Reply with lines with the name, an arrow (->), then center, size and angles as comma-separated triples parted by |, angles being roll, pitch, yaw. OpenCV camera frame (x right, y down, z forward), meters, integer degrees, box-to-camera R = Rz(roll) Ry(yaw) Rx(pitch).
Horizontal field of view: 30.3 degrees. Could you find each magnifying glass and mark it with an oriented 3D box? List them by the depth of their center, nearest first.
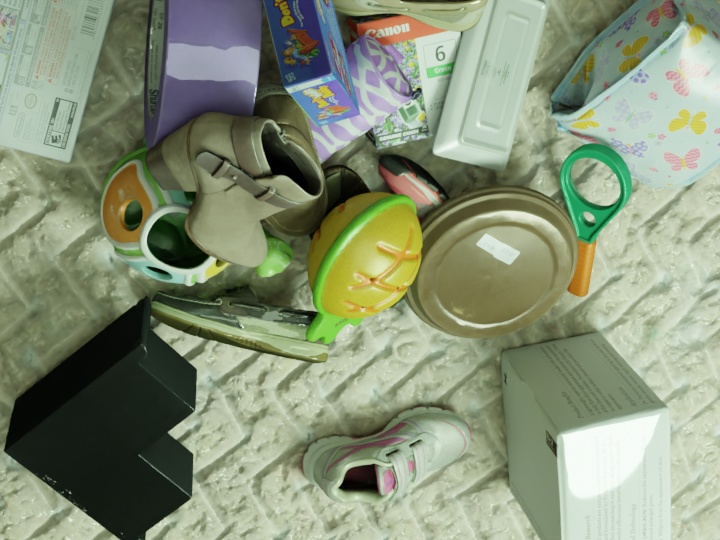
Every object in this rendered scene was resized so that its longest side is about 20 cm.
magnifying glass -> 0.254, -0.053, 1.474 | 0.022, 0.079, 0.201 | -42, 146, -41

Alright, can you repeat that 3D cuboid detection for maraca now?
maraca -> 0.000, 0.000, 1.364 | 0.137, 0.107, 0.200 | -27, 150, -35

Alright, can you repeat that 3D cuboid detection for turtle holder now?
turtle holder -> -0.175, -0.039, 1.345 | 0.141, 0.132, 0.186 | -39, 115, 3

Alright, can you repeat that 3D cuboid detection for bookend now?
bookend -> -0.234, 0.167, 1.415 | 0.200, 0.092, 0.199 | -38, 117, 16

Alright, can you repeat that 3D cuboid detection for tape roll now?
tape roll -> -0.151, -0.206, 1.246 | 0.085, 0.200, 0.201 | 4, 111, -15

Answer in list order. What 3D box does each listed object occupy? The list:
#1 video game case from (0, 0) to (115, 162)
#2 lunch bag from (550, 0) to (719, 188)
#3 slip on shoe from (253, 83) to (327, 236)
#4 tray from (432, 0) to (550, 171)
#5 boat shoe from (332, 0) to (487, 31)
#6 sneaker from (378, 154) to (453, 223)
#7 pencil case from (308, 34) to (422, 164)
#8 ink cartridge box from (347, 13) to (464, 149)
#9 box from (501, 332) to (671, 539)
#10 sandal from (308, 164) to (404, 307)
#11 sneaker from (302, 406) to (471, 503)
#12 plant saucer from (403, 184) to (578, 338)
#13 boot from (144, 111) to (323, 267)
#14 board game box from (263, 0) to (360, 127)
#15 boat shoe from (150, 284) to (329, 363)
video game case -> -0.343, -0.222, 1.276 | 0.181, 0.045, 0.201 | 14, 108, -20
lunch bag -> 0.321, -0.190, 1.410 | 0.169, 0.127, 0.200 | 30, 130, -21
slip on shoe -> -0.069, -0.090, 1.276 | 0.076, 0.061, 0.200 | -9, 143, -6
tray -> 0.143, -0.207, 1.378 | 0.107, 0.022, 0.201 | 9, 98, -38
boat shoe -> 0.028, -0.285, 1.300 | 0.199, 0.065, 0.072 | 13, 79, -3
sneaker -> 0.076, -0.040, 1.441 | 0.087, 0.074, 0.200 | -42, 115, 7
pencil case -> -0.041, -0.155, 1.325 | 0.200, 0.086, 0.084 | -32, 113, 21
ink cartridge box -> 0.047, -0.235, 1.365 | 0.109, 0.050, 0.201 | -13, 115, -8
box -> 0.254, 0.207, 1.516 | 0.130, 0.199, 0.201 | -10, 114, -9
sandal -> -0.003, -0.039, 1.437 | 0.082, 0.055, 0.200 | -32, 130, 7
sneaker -> 0.038, 0.224, 1.530 | 0.199, 0.088, 0.082 | -18, 115, -6
plant saucer -> 0.141, -0.001, 1.432 | 0.199, 0.030, 0.201 | -5, 126, -7
boot -> -0.096, -0.069, 1.205 | 0.146, 0.070, 0.200 | -6, 147, 33
board game box -> -0.056, -0.246, 1.211 | 0.045, 0.134, 0.201 | -15, 78, 8
boat shoe -> -0.126, 0.048, 1.434 | 0.200, 0.072, 0.066 | 16, 78, -7
